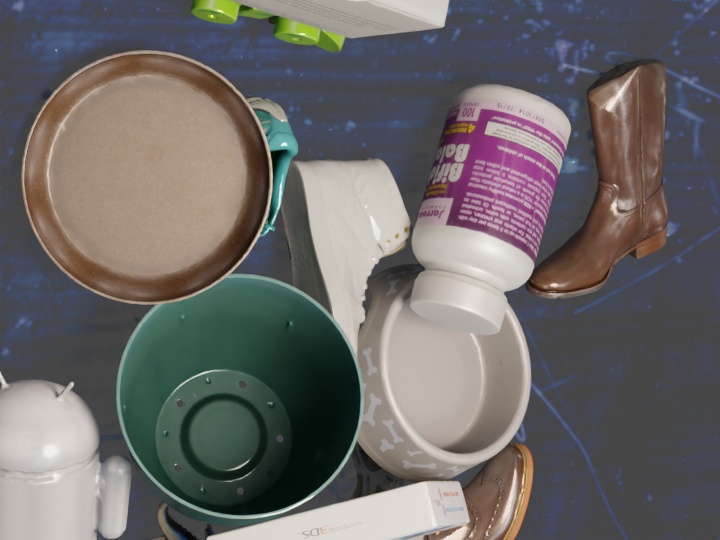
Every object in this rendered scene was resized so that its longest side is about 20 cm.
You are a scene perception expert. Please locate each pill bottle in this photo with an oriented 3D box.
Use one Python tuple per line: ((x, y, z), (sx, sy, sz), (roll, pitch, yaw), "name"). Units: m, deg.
((0.108, -0.051, 1.735), (0.112, 0.112, 0.201), (29, 71, -38), "pill bottle")

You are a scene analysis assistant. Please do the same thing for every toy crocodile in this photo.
((-0.087, -0.225, 1.605), (0.199, 0.062, 0.068), (13, 82, -34), "toy crocodile")

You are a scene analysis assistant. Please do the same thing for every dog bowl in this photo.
((0.072, 0.089, 1.789), (0.199, 0.058, 0.202), (8, 76, -37), "dog bowl")

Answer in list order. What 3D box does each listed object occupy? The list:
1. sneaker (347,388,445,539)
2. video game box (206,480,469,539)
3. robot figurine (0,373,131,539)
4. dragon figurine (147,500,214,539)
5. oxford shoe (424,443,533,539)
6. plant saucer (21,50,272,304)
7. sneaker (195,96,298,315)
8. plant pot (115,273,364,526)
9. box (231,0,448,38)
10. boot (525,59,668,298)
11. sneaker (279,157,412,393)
((0.042, 0.187, 1.874), (0.099, 0.078, 0.201), (-9, 121, -42), "sneaker")
((-0.016, 0.227, 1.737), (0.198, 0.182, 0.047), (-15, 83, 10), "video game box")
((-0.272, 0.175, 1.630), (0.168, 0.113, 0.202), (6, 112, 1), "robot figurine")
((-0.143, 0.264, 1.787), (0.099, 0.059, 0.201), (-17, 122, -28), "dragon figurine")
((0.098, 0.251, 1.933), (0.073, 0.071, 0.201), (28, 95, -33), "oxford shoe")
((-0.169, -0.075, 1.587), (0.198, 0.032, 0.202), (0, 97, -4), "plant saucer")
((-0.110, -0.046, 1.650), (0.077, 0.080, 0.201), (8, 117, -35), "sneaker")
((-0.108, 0.121, 1.658), (0.199, 0.161, 0.202), (3, 73, -9), "plant pot")
((-0.031, -0.301, 1.523), (0.198, 0.130, 0.202), (13, 84, -37), "box")
((0.220, -0.091, 1.858), (0.186, 0.064, 0.201), (-29, 128, -35), "boot")
((0.000, 0.000, 1.722), (0.115, 0.073, 0.202), (-8, 91, -32), "sneaker")
